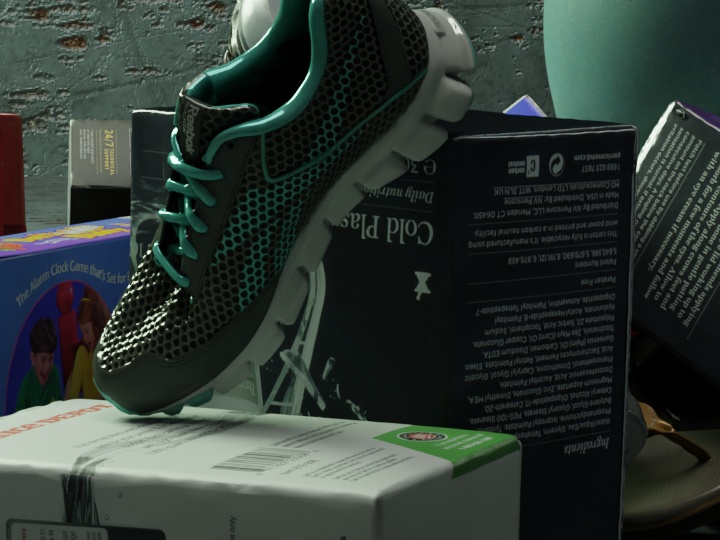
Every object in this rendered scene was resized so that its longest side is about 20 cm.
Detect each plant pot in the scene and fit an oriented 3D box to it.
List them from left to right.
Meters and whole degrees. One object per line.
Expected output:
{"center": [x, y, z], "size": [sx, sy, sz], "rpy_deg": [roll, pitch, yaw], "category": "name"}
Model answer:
{"center": [0.177, -0.107, 1.370], "size": [0.199, 0.135, 0.200], "rpy_deg": [23, 6, -3], "category": "plant pot"}

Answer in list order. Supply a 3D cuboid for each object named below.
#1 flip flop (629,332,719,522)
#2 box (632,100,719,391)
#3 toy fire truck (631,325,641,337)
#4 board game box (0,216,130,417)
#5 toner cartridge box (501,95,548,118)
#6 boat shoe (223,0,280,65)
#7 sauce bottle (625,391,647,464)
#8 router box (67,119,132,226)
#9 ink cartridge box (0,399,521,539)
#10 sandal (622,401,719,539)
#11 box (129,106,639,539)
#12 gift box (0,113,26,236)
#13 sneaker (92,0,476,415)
{"center": [0.167, 0.086, 1.276], "size": [0.081, 0.058, 0.200], "rpy_deg": [-33, 32, -13], "category": "flip flop"}
{"center": [0.228, 0.021, 1.232], "size": [0.148, 0.105, 0.200], "rpy_deg": [16, 17, -48], "category": "box"}
{"center": [0.092, 0.008, 1.454], "size": [0.199, 0.169, 0.112], "rpy_deg": [1, 6, -5], "category": "toy fire truck"}
{"center": [-0.136, 0.049, 1.209], "size": [0.045, 0.135, 0.200], "rpy_deg": [4, 7, 23], "category": "board game box"}
{"center": [0.034, 0.004, 1.356], "size": [0.043, 0.200, 0.095], "rpy_deg": [53, 1, 35], "category": "toner cartridge box"}
{"center": [-0.029, -0.101, 1.154], "size": [0.057, 0.069, 0.200], "rpy_deg": [-32, 5, 15], "category": "boat shoe"}
{"center": [0.088, 0.010, 1.199], "size": [0.064, 0.065, 0.200], "rpy_deg": [-1, 38, -14], "category": "sauce bottle"}
{"center": [-0.082, 0.006, 1.403], "size": [0.157, 0.200, 0.052], "rpy_deg": [1, 48, -8], "category": "router box"}
{"center": [-0.057, 0.103, 0.971], "size": [0.199, 0.083, 0.147], "rpy_deg": [4, 7, 24], "category": "ink cartridge box"}
{"center": [0.100, 0.082, 1.206], "size": [0.199, 0.055, 0.082], "rpy_deg": [4, 31, 33], "category": "sandal"}
{"center": [0.006, 0.031, 1.113], "size": [0.200, 0.197, 0.124], "rpy_deg": [7, 10, 44], "category": "box"}
{"center": [-0.276, -0.018, 1.479], "size": [0.184, 0.201, 0.187], "rpy_deg": [4, -4, -18], "category": "gift box"}
{"center": [-0.048, -0.036, 0.993], "size": [0.091, 0.200, 0.078], "rpy_deg": [34, 5, -44], "category": "sneaker"}
